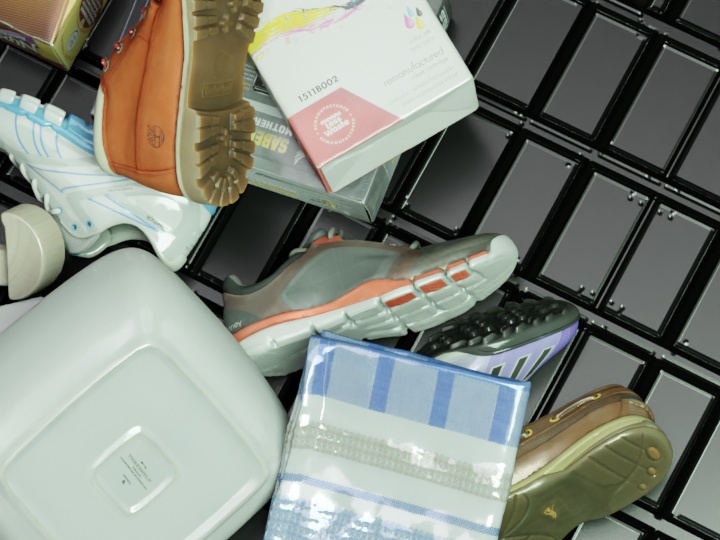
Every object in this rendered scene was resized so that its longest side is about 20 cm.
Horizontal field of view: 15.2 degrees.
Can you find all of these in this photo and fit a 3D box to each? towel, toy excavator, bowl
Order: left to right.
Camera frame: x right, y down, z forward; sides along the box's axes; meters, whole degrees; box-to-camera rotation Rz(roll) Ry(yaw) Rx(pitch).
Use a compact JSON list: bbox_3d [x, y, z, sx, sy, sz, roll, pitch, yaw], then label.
[{"bbox_3d":[-0.312,-0.049,1.770,0.194,0.100,0.200,-25,95,21],"label":"toy excavator"},{"bbox_3d":[-0.147,0.114,1.662,0.200,0.075,0.200,-40,117,-4],"label":"bowl"},{"bbox_3d":[0.014,0.148,1.649,0.147,0.024,0.200,14,93,11],"label":"towel"}]

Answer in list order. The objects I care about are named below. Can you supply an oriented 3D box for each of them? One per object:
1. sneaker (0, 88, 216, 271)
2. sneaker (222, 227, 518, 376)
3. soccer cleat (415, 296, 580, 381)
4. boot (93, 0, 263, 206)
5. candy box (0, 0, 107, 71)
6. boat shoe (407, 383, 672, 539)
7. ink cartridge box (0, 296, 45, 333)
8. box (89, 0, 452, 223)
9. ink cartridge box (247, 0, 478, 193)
[{"bbox_3d":[-0.192,-0.058,1.774,0.200,0.075,0.087,21,84,12],"label":"sneaker"},{"bbox_3d":[0.000,0.000,1.734,0.200,0.077,0.082,-18,67,1],"label":"sneaker"},{"bbox_3d":[0.056,0.082,1.716,0.200,0.068,0.073,-26,106,-12],"label":"soccer cleat"},{"bbox_3d":[-0.121,-0.146,1.692,0.107,0.075,0.200,11,98,35],"label":"boot"},{"bbox_3d":[-0.207,-0.250,1.837,0.117,0.056,0.200,24,80,12],"label":"candy box"},{"bbox_3d":[0.098,0.137,1.693,0.200,0.072,0.068,-29,40,6],"label":"boat shoe"},{"bbox_3d":[-0.282,0.096,1.741,0.200,0.068,0.115,-12,73,4],"label":"ink cartridge box"},{"bbox_3d":[-0.058,-0.137,1.791,0.200,0.048,0.158,18,78,11],"label":"box"},{"bbox_3d":[-0.023,-0.167,1.734,0.116,0.067,0.200,-31,74,-1],"label":"ink cartridge box"}]
